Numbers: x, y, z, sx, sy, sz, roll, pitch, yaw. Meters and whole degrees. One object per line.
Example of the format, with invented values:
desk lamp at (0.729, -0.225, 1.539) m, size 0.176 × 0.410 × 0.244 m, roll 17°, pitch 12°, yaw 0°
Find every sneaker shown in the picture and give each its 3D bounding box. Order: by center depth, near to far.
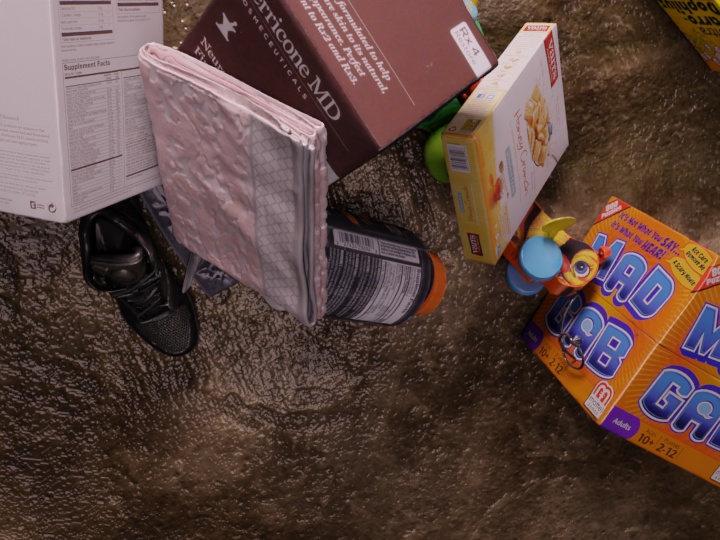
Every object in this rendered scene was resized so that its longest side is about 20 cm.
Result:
sneaker at (-0.221, 0.017, 0.762) m, size 0.075 × 0.115 × 0.202 m, roll -19°, pitch 116°, yaw -2°

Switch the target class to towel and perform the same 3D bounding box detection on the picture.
towel at (-0.105, -0.066, 0.643) m, size 0.032 × 0.189 × 0.202 m, roll -38°, pitch 146°, yaw -35°

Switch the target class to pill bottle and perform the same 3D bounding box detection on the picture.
pill bottle at (0.000, 0.000, 0.785) m, size 0.198 × 0.106 × 0.108 m, roll 12°, pitch 110°, yaw -43°

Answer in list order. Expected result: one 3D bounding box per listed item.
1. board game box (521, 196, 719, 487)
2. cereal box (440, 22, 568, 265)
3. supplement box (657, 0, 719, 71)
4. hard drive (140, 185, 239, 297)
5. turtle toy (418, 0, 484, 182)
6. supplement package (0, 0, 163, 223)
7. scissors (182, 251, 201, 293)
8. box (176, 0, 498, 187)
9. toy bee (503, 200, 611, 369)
board game box at (0.342, 0.075, 0.858) m, size 0.198 × 0.200 × 0.202 m, roll 27°, pitch 103°, yaw -21°
cereal box at (0.147, -0.126, 0.746) m, size 0.201 × 0.039 × 0.145 m, roll -53°, pitch 140°, yaw -34°
supplement box at (0.366, -0.302, 0.768) m, size 0.199 × 0.109 × 0.110 m, roll 39°, pitch 99°, yaw -22°
hard drive at (-0.148, -0.088, 0.774) m, size 0.133 × 0.042 × 0.202 m, roll -28°, pitch 114°, yaw -1°
turtle toy at (0.073, -0.183, 0.754) m, size 0.143 × 0.101 × 0.203 m, roll -22°, pitch 114°, yaw -3°
supplement package at (-0.262, -0.166, 0.634) m, size 0.149 × 0.151 × 0.204 m, roll 10°, pitch 111°, yaw 16°
scissors at (-0.146, -0.075, 0.751) m, size 0.073 × 0.014 × 0.201 m, roll 32°, pitch 102°, yaw -23°
box at (-0.031, -0.167, 0.639) m, size 0.164 × 0.199 × 0.167 m, roll -39°, pitch 98°, yaw -35°
toy bee at (0.211, -0.011, 0.841) m, size 0.108 × 0.131 × 0.203 m, roll -29°, pitch 98°, yaw -16°
